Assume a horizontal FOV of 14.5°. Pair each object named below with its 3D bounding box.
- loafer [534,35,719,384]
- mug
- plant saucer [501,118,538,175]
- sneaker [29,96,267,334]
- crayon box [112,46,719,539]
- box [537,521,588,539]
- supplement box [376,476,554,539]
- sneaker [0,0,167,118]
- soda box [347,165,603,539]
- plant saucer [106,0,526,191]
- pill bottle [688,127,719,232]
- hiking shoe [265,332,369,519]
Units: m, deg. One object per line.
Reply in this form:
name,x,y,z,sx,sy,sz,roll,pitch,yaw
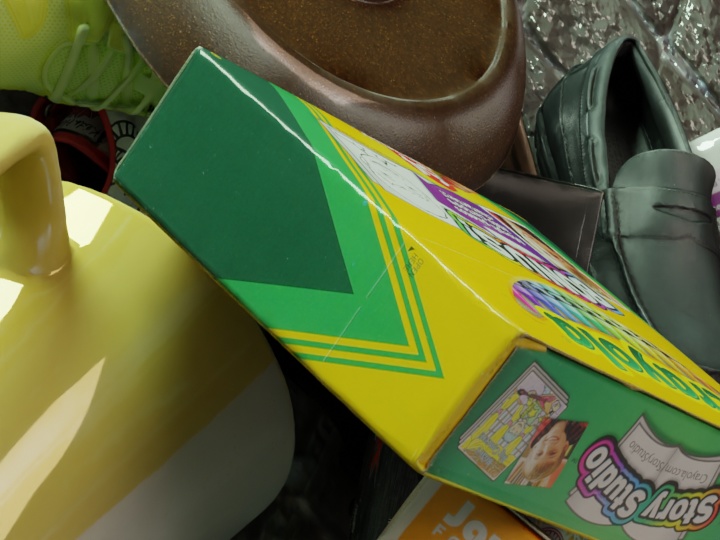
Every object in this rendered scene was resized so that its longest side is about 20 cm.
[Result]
loafer,0.127,-0.024,1.262,0.068,0.071,0.201,12,41,-26
mug,-0.133,0.058,0.942,0.153,0.149,0.187,-48,113,-40
plant saucer,0.057,-0.066,1.233,0.200,0.029,0.201,-15,90,-87
sneaker,-0.069,-0.074,1.131,0.108,0.067,0.202,31,57,-35
crayon box,0.040,0.020,0.931,0.172,0.058,0.200,41,10,39
box,0.162,0.168,1.225,0.200,0.112,0.102,30,55,-35
supplement box,0.064,0.137,0.955,0.126,0.074,0.200,39,-2,13
sneaker,-0.071,-0.087,1.049,0.199,0.076,0.077,-5,54,-30
soda box,0.039,0.060,1.101,0.063,0.071,0.201,11,89,-8
plant saucer,-0.012,-0.115,1.053,0.199,0.032,0.201,24,45,-26
pill bottle,0.205,0.030,1.354,0.112,0.112,0.201,-15,82,-51
hiking shoe,0.000,0.000,1.169,0.100,0.076,0.201,-12,79,-54
